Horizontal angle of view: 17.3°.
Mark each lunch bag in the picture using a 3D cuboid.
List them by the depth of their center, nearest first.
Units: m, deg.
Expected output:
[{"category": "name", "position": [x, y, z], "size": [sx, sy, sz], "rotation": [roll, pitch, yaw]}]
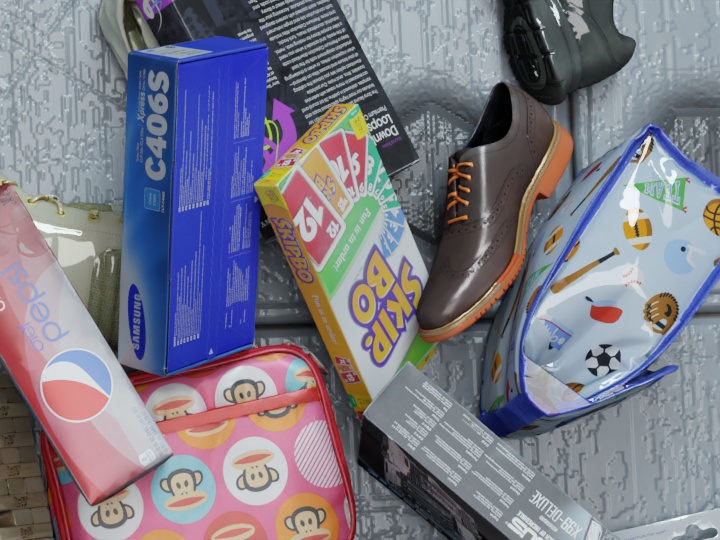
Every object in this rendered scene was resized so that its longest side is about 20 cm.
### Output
[{"category": "lunch bag", "position": [-0.111, 0.127, 1.563], "size": [0.198, 0.082, 0.178], "rotation": [-13, 82, -11]}, {"category": "lunch bag", "position": [0.159, 0.025, 1.579], "size": [0.123, 0.170, 0.201], "rotation": [37, 77, 0]}]

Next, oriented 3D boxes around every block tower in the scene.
[{"category": "block tower", "position": [-0.237, 0.160, 1.523], "size": [0.054, 0.058, 0.202], "rotation": [-19, 79, 30]}]

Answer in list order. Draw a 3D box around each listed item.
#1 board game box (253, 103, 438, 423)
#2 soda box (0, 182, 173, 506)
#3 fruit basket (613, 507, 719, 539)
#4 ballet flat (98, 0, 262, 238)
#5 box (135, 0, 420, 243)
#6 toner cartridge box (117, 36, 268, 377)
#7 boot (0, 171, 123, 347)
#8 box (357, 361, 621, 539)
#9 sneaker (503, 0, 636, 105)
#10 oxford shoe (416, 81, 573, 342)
[{"category": "board game box", "position": [0.000, 0.000, 1.562], "size": [0.096, 0.030, 0.201], "rotation": [-47, 128, -37]}, {"category": "soda box", "position": [-0.195, 0.048, 1.483], "size": [0.063, 0.070, 0.201], "rotation": [-32, 88, -9]}, {"category": "fruit basket", "position": [0.253, 0.266, 1.625], "size": [0.184, 0.094, 0.202], "rotation": [-12, 71, -12]}, {"category": "ballet flat", "position": [-0.116, -0.110, 1.591], "size": [0.069, 0.069, 0.201], "rotation": [-29, 90, -12]}, {"category": "box", "position": [-0.057, -0.133, 1.586], "size": [0.143, 0.036, 0.201], "rotation": [-28, 89, -45]}, {"category": "toner cartridge box", "position": [-0.106, -0.042, 1.494], "size": [0.095, 0.043, 0.202], "rotation": [-17, 115, -53]}, {"category": "boot", "position": [-0.222, -0.047, 1.561], "size": [0.153, 0.072, 0.202], "rotation": [0, 89, -11]}, {"category": "box", "position": [0.088, 0.156, 1.535], "size": [0.200, 0.158, 0.050], "rotation": [40, 78, 9]}, {"category": "sneaker", "position": [0.132, -0.221, 1.656], "size": [0.090, 0.076, 0.202], "rotation": [-18, 95, -22]}, {"category": "oxford shoe", "position": [0.075, -0.040, 1.593], "size": [0.073, 0.071, 0.201], "rotation": [46, 51, -28]}]
